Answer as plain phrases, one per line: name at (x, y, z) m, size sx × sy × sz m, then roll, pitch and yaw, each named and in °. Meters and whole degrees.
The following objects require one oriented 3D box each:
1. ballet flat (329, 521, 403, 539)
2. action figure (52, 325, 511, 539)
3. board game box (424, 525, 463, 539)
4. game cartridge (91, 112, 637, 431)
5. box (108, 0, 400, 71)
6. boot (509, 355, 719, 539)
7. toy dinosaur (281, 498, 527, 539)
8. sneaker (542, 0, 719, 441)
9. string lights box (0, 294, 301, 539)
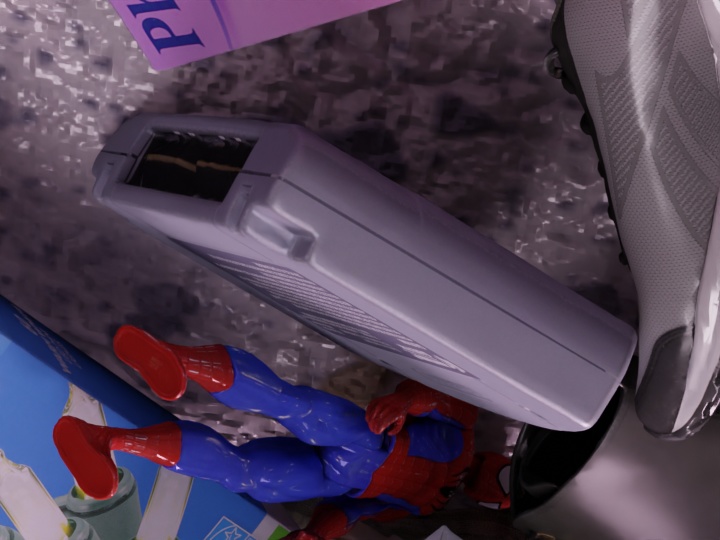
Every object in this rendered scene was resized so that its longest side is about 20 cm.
ballet flat at (-0.022, 0.130, 0.934) m, size 0.199 × 0.069 × 0.071 m, roll -19°, pitch 88°, yaw 20°
action figure at (-0.010, 0.061, 0.872) m, size 0.200 × 0.052 × 0.066 m, roll 12°, pitch 114°, yaw -50°
board game box at (0.056, 0.191, 0.870) m, size 0.200 × 0.064 × 0.147 m, roll 35°, pitch 130°, yaw -17°
game cartridge at (0.000, 0.000, 0.784) m, size 0.133 × 0.041 × 0.200 m, roll 35°, pitch 173°, yaw -19°
box at (-0.001, -0.166, 0.651) m, size 0.199 × 0.097 × 0.176 m, roll -13°, pitch 131°, yaw 24°
boot at (0.089, 0.106, 0.869) m, size 0.138 × 0.078 × 0.200 m, roll 12°, pitch 117°, yaw -27°
toy dinosaur at (0.012, 0.118, 0.974) m, size 0.199 × 0.048 × 0.088 m, roll 10°, pitch 122°, yaw 5°
sneaker at (0.091, -0.049, 0.747) m, size 0.079 × 0.074 × 0.201 m, roll 8°, pitch 109°, yaw 21°
string lights box at (-0.121, 0.072, 0.866) m, size 0.103 × 0.059 × 0.200 m, roll -49°, pitch 130°, yaw 3°
